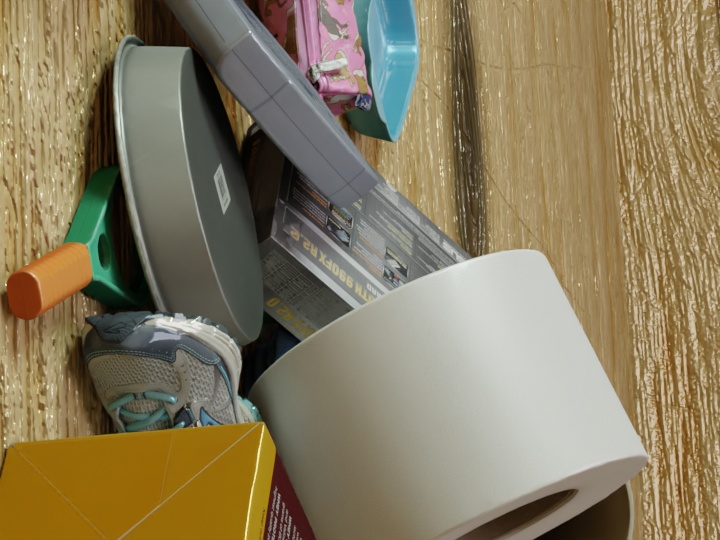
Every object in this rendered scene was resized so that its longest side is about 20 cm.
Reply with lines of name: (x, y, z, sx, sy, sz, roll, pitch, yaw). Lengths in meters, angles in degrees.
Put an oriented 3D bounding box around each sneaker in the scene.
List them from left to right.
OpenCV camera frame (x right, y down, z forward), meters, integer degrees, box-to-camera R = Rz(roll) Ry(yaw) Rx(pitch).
sneaker: (-0.098, 0.089, 1.200, 0.200, 0.077, 0.087, 61, 30, -57)

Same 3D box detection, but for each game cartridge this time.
game cartridge: (-0.058, -0.118, 1.351, 0.133, 0.041, 0.200, 51, 3, 34)

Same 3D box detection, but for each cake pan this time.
cake pan: (-0.096, -0.041, 1.269, 0.200, 0.037, 0.201, -12, 90, -83)

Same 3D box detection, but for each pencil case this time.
pencil case: (-0.040, -0.206, 1.532, 0.083, 0.086, 0.201, -4, 88, -44)

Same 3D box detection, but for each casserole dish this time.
casserole dish: (0.012, -0.186, 1.812, 0.200, 0.039, 0.121, -75, 155, -56)

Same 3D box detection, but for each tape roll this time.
tape roll: (0.050, 0.095, 1.302, 0.139, 0.202, 0.203, 63, 9, 14)

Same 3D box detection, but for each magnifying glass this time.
magnifying glass: (-0.143, -0.008, 1.169, 0.200, 0.022, 0.080, -41, 124, -72)

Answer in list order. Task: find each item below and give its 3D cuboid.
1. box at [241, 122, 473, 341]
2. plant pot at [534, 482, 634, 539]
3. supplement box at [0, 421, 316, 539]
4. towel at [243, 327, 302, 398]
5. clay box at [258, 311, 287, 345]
box: (0.000, 0.000, 1.470, 0.200, 0.048, 0.159, 40, 32, -25)
plant pot: (0.132, 0.205, 1.910, 0.200, 0.187, 0.188, 83, 2, -88)
supplement box: (-0.092, 0.215, 1.055, 0.200, 0.132, 0.198, 69, 21, -45)
towel: (0.005, 0.125, 1.452, 0.200, 0.049, 0.112, 33, 37, -32)
clay box: (-0.026, 0.016, 1.566, 0.200, 0.047, 0.115, -71, 151, -59)
